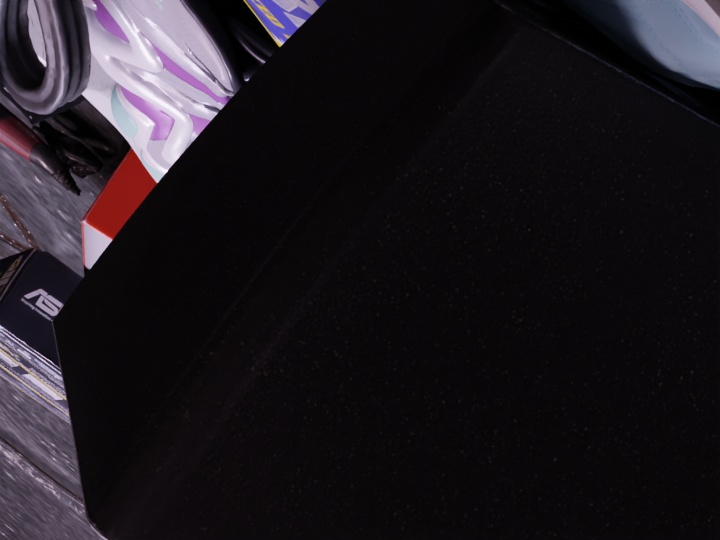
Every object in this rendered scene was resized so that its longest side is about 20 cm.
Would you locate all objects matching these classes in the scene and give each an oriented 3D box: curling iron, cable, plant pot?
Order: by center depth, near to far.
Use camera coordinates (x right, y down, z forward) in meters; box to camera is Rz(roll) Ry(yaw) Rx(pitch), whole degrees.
[{"bbox_3d":[0.041,0.013,0.883,0.199,0.178,0.200,28,-170,-15],"label":"plant pot"},{"bbox_3d":[-0.113,-0.151,1.046,0.097,0.050,0.201,10,128,39],"label":"cable"},{"bbox_3d":[-0.205,-0.090,1.512,0.199,0.026,0.050,32,176,31],"label":"curling iron"}]

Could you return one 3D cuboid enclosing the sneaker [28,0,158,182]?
[{"bbox_3d":[-0.107,-0.110,1.199,0.089,0.075,0.200,52,175,50],"label":"sneaker"}]

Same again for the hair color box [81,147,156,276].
[{"bbox_3d":[-0.073,0.003,1.377,0.101,0.061,0.200,33,166,2],"label":"hair color box"}]

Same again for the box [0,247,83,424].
[{"bbox_3d":[-0.104,0.067,1.441,0.200,0.049,0.161,36,166,-11],"label":"box"}]

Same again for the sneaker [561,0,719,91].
[{"bbox_3d":[0.113,-0.077,0.797,0.200,0.074,0.082,40,171,40],"label":"sneaker"}]

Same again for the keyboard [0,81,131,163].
[{"bbox_3d":[-0.133,-0.094,1.368,0.127,0.021,0.200,45,164,-12],"label":"keyboard"}]

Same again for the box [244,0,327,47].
[{"bbox_3d":[0.024,-0.075,0.997,0.070,0.064,0.200,17,151,52],"label":"box"}]

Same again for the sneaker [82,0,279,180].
[{"bbox_3d":[-0.040,-0.077,1.104,0.140,0.078,0.200,24,158,44],"label":"sneaker"}]
